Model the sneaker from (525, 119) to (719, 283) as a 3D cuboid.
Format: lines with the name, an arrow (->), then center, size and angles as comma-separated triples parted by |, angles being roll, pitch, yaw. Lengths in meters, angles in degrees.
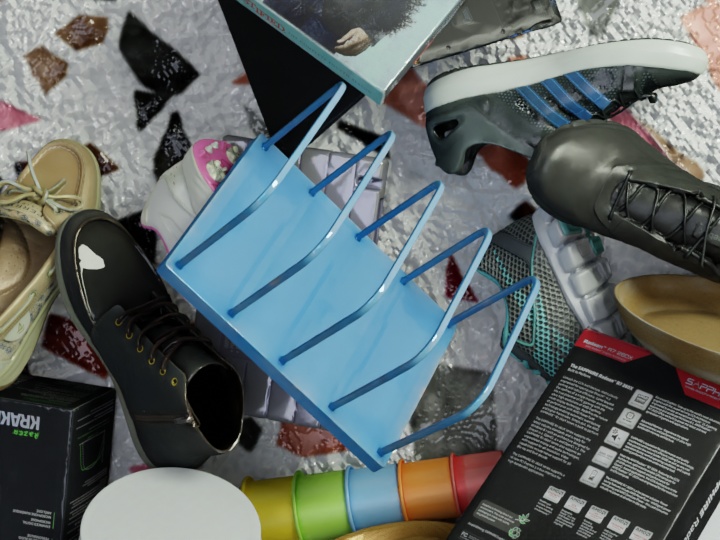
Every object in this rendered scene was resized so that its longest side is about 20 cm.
sneaker -> 0.201, -0.041, 0.947 | 0.198, 0.091, 0.077 | 18, 102, -21

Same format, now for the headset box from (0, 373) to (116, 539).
headset box -> -0.287, 0.181, 1.093 | 0.172, 0.093, 0.203 | 9, 97, 10

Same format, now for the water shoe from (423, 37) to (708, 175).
water shoe -> 0.142, -0.109, 0.999 | 0.197, 0.071, 0.080 | -7, 90, 21

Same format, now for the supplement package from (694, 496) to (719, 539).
supplement package -> 0.220, 0.180, 0.932 | 0.198, 0.156, 0.111 | -28, 132, 0

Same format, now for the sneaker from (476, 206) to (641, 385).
sneaker -> 0.144, 0.051, 1.021 | 0.090, 0.077, 0.202 | -22, 88, 28

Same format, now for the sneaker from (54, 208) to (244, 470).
sneaker -> -0.140, 0.040, 1.013 | 0.106, 0.074, 0.202 | -24, 92, 56

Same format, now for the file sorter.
file sorter -> 0.000, 0.000, 0.945 | 0.200, 0.139, 0.122 | 43, 138, -13

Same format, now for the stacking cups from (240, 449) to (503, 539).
stacking cups -> 0.014, 0.167, 1.059 | 0.197, 0.061, 0.061 | -9, 94, 6

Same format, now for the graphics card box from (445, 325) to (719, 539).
graphics card box -> 0.144, 0.140, 0.887 | 0.124, 0.051, 0.201 | 20, 61, 35

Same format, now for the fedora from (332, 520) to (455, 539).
fedora -> 0.029, 0.220, 0.990 | 0.198, 0.201, 0.083 | -9, 91, 11

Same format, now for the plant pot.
plant pot -> 0.257, 0.045, 0.925 | 0.197, 0.200, 0.028 | 12, 106, 9

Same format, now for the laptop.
laptop -> 0.010, -0.199, 1.018 | 0.198, 0.103, 0.179 | -18, 73, -13

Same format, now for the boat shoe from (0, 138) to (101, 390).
boat shoe -> -0.243, -0.012, 1.048 | 0.072, 0.063, 0.202 | 13, 69, 9

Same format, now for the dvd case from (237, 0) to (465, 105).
dvd case -> 0.015, -0.223, 0.961 | 0.145, 0.022, 0.201 | 37, 69, 8

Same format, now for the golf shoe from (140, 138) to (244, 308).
golf shoe -> -0.082, 0.010, 1.026 | 0.091, 0.075, 0.202 | -31, 86, 26

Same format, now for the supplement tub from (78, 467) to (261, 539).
supplement tub -> -0.134, 0.254, 1.012 | 0.142, 0.145, 0.202 | 13, 124, 9

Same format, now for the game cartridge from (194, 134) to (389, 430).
game cartridge -> -0.055, 0.009, 1.065 | 0.128, 0.038, 0.203 | 10, 97, 14
